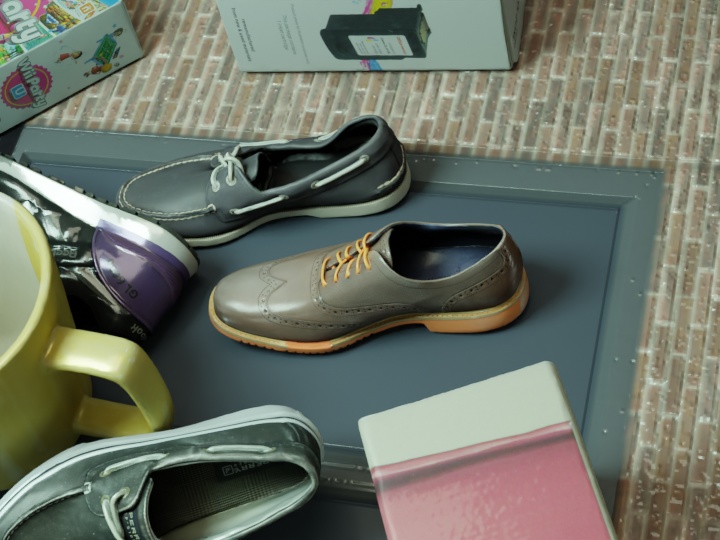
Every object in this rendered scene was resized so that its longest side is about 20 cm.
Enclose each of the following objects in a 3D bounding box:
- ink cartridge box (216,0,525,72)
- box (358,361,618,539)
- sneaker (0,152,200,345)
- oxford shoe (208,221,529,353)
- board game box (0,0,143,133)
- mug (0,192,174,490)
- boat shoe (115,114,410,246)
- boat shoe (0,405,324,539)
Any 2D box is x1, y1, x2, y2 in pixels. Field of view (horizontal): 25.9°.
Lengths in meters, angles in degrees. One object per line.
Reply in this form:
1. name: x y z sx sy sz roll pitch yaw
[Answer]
1. ink cartridge box: 0.014 -0.220 1.099 0.199 0.083 0.146 1 55 13
2. box: 0.080 0.170 0.786 0.109 0.128 0.200 -17 53 1
3. sneaker: -0.209 -0.012 1.011 0.200 0.076 0.088 20 68 24
4. oxford shoe: 0.000 0.000 0.955 0.199 0.073 0.071 -8 55 7
5. board game box: -0.282 -0.170 1.141 0.200 0.064 0.148 -31 55 -11
6. mug: -0.217 0.065 0.908 0.149 0.153 0.187 -38 57 -15
7. boat shoe: -0.069 -0.067 1.023 0.199 0.063 0.073 -7 55 7
8. boat shoe: -0.116 0.125 0.853 0.199 0.072 0.071 -22 12 0
